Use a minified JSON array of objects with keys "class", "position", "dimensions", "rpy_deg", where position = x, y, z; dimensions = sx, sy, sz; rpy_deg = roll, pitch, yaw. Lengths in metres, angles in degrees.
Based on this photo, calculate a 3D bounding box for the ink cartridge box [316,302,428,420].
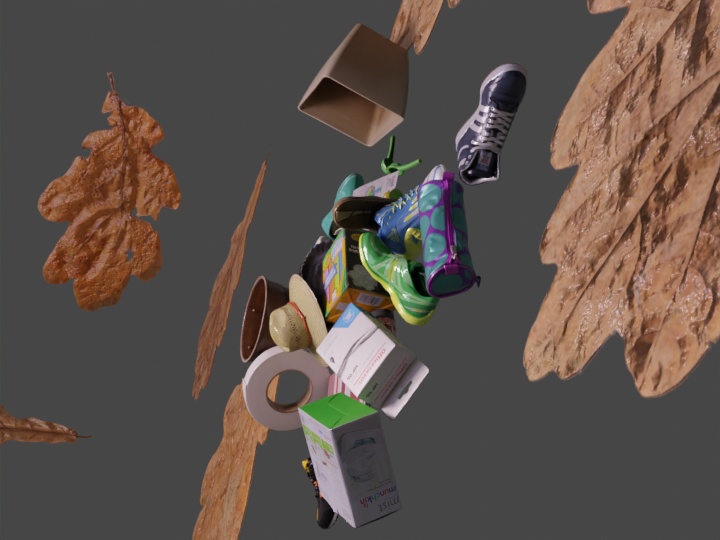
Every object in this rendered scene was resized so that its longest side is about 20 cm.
[{"class":"ink cartridge box","position":[0.019,0.158,1.334],"dimensions":[0.116,0.068,0.200],"rpy_deg":[-54,41,4]}]

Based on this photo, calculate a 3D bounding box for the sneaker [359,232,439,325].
[{"class":"sneaker","position":[0.073,0.003,1.337],"dimensions":[0.084,0.074,0.200],"rpy_deg":[-48,67,26]}]

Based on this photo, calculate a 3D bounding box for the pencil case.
[{"class":"pencil case","position":[0.140,-0.057,1.231],"dimensions":[0.093,0.084,0.201],"rpy_deg":[103,167,-53]}]

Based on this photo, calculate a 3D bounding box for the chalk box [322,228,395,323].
[{"class":"chalk box","position":[0.000,0.000,1.522],"dimensions":[0.124,0.124,0.201],"rpy_deg":[124,152,-45]}]

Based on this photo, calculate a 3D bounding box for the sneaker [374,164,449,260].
[{"class":"sneaker","position":[0.088,-0.107,1.372],"dimensions":[0.076,0.104,0.201],"rpy_deg":[-113,40,-58]}]

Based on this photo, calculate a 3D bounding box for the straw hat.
[{"class":"straw hat","position":[-0.139,0.117,1.542],"dimensions":[0.201,0.084,0.202],"rpy_deg":[50,151,41]}]

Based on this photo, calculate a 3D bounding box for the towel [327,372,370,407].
[{"class":"towel","position":[-0.023,0.254,1.579],"dimensions":[0.200,0.023,0.145],"rpy_deg":[133,146,-52]}]

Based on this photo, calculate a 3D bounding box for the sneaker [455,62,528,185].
[{"class":"sneaker","position":[0.205,-0.217,1.171],"dimensions":[0.200,0.069,0.109],"rpy_deg":[118,161,-53]}]

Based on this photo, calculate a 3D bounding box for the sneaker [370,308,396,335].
[{"class":"sneaker","position":[0.000,0.169,1.469],"dimensions":[0.201,0.067,0.109],"rpy_deg":[-45,36,37]}]

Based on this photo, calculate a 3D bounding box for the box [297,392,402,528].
[{"class":"box","position":[-0.025,0.328,1.329],"dimensions":[0.200,0.096,0.178],"rpy_deg":[179,75,-70]}]

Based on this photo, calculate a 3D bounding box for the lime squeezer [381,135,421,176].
[{"class":"lime squeezer","position":[0.080,-0.227,1.590],"dimensions":[0.071,0.038,0.200],"rpy_deg":[-41,26,6]}]

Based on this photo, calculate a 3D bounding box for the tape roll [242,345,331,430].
[{"class":"tape roll","position":[-0.163,0.262,1.686],"dimensions":[0.037,0.201,0.204],"rpy_deg":[-133,58,-64]}]

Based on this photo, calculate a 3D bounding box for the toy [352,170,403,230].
[{"class":"toy","position":[0.035,-0.134,1.620],"dimensions":[0.200,0.047,0.116],"rpy_deg":[-18,58,64]}]

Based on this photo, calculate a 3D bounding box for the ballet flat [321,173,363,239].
[{"class":"ballet flat","position":[-0.032,-0.144,1.807],"dimensions":[0.071,0.067,0.200],"rpy_deg":[62,142,25]}]

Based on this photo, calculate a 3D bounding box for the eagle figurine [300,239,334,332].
[{"class":"eagle figurine","position":[-0.055,0.053,1.645],"dimensions":[0.152,0.149,0.202],"rpy_deg":[113,153,-67]}]

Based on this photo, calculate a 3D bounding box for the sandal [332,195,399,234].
[{"class":"sandal","position":[0.020,-0.108,1.428],"dimensions":[0.054,0.199,0.081],"rpy_deg":[35,111,46]}]

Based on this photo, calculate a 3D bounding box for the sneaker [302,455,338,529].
[{"class":"sneaker","position":[-0.081,0.418,1.530],"dimensions":[0.070,0.089,0.202],"rpy_deg":[169,113,-68]}]

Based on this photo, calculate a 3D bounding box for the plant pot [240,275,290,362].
[{"class":"plant pot","position":[-0.159,0.133,1.762],"dimensions":[0.200,0.197,0.202],"rpy_deg":[-166,90,-70]}]

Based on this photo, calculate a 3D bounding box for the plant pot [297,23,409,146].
[{"class":"plant pot","position":[0.003,-0.429,1.707],"dimensions":[0.200,0.199,0.178],"rpy_deg":[-23,44,66]}]

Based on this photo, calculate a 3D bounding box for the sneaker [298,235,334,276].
[{"class":"sneaker","position":[-0.105,0.016,1.858],"dimensions":[0.111,0.076,0.201],"rpy_deg":[-54,25,35]}]
